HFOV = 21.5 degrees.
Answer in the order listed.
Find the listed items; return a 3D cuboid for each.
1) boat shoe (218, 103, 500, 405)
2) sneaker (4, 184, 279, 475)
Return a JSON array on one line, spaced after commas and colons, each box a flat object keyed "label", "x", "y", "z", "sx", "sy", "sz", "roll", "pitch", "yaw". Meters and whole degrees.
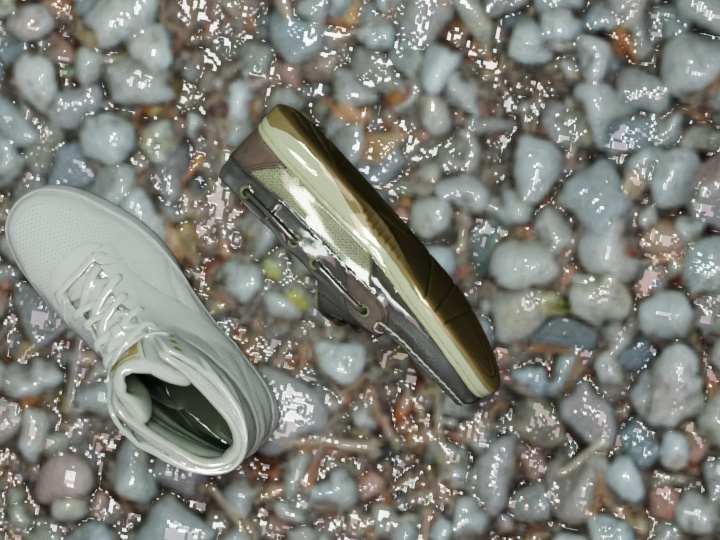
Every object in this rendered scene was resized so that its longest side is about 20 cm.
[{"label": "boat shoe", "x": 0.000, "y": 0.000, "z": 1.064, "sx": 0.065, "sy": 0.073, "sz": 0.201, "roll": -39, "pitch": 89, "yaw": 16}, {"label": "sneaker", "x": -0.126, "y": 0.030, "z": 1.045, "sx": 0.200, "sy": 0.116, "sz": 0.074, "roll": 43, "pitch": 97, "yaw": 0}]
